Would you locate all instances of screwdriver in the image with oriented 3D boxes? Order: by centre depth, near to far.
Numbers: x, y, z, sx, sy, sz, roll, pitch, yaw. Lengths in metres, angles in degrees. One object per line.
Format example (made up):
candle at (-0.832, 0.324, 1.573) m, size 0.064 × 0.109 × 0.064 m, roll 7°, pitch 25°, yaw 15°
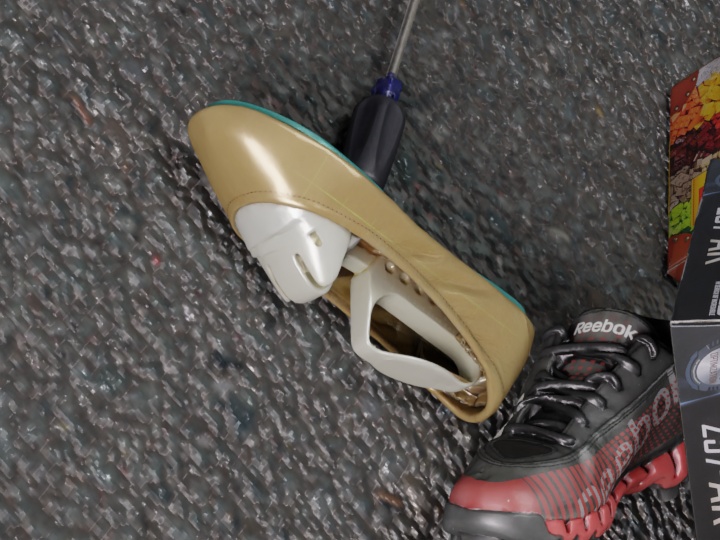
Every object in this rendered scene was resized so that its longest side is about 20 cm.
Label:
screwdriver at (0.019, -0.102, 1.199) m, size 0.200 × 0.028 × 0.029 m, roll -71°, pitch 150°, yaw -48°

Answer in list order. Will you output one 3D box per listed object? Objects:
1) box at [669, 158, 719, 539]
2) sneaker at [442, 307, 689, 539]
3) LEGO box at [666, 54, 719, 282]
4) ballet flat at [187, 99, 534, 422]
box at (0.186, 0.069, 1.145) m, size 0.160 × 0.044 × 0.200 m, roll -64°, pitch 148°, yaw -58°
sneaker at (0.098, 0.070, 1.098) m, size 0.200 × 0.071 × 0.098 m, roll -21°, pitch 115°, yaw -54°
LEGO box at (0.267, -0.019, 1.372) m, size 0.200 × 0.077 × 0.149 m, roll 34°, pitch 42°, yaw -27°
ballet flat at (0.000, 0.000, 1.072) m, size 0.200 × 0.069 × 0.063 m, roll 35°, pitch 56°, yaw -25°
